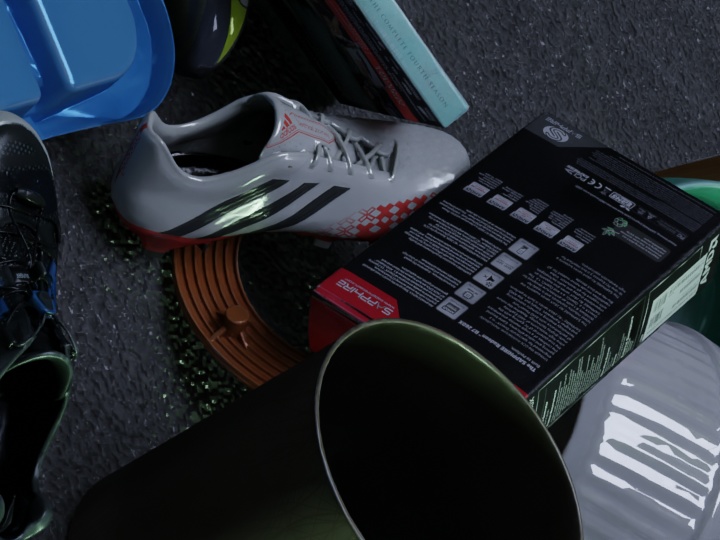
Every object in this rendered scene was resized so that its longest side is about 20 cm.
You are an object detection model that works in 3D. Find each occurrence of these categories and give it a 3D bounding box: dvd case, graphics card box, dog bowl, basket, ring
[{"bbox_3d":[-0.019,-0.145,1.284,0.022,0.200,0.146,-39,105,-9],"label":"dvd case"},{"bbox_3d":[0.082,0.006,1.221,0.200,0.125,0.051,-39,149,-37],"label":"graphics card box"},{"bbox_3d":[-0.174,-0.109,1.168,0.200,0.049,0.112,-24,92,-52],"label":"dog bowl"},{"bbox_3d":[-0.029,0.122,1.108,0.180,0.200,0.136,31,50,-36],"label":"basket"},{"bbox_3d":[0.000,0.000,1.259,0.200,0.019,0.201,8,47,-9],"label":"ring"}]

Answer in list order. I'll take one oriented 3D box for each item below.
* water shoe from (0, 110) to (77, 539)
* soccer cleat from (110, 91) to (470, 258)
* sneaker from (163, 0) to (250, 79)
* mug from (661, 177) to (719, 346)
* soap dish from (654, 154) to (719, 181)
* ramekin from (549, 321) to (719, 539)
[{"bbox_3d":[-0.153,0.027,1.069,0.071,0.079,0.201,17,76,-48],"label":"water shoe"},{"bbox_3d":[-0.030,-0.056,1.228,0.199,0.085,0.069,-6,51,-21],"label":"soccer cleat"},{"bbox_3d":[-0.122,-0.193,1.267,0.081,0.074,0.201,-10,74,-44],"label":"sneaker"},{"bbox_3d":[0.203,0.015,1.477,0.184,0.114,0.153,-14,96,-15],"label":"mug"},{"bbox_3d":[0.287,0.011,1.602,0.081,0.157,0.200,-47,111,-33],"label":"soap dish"},{"bbox_3d":[0.106,0.103,1.297,0.105,0.200,0.201,30,50,-28],"label":"ramekin"}]
